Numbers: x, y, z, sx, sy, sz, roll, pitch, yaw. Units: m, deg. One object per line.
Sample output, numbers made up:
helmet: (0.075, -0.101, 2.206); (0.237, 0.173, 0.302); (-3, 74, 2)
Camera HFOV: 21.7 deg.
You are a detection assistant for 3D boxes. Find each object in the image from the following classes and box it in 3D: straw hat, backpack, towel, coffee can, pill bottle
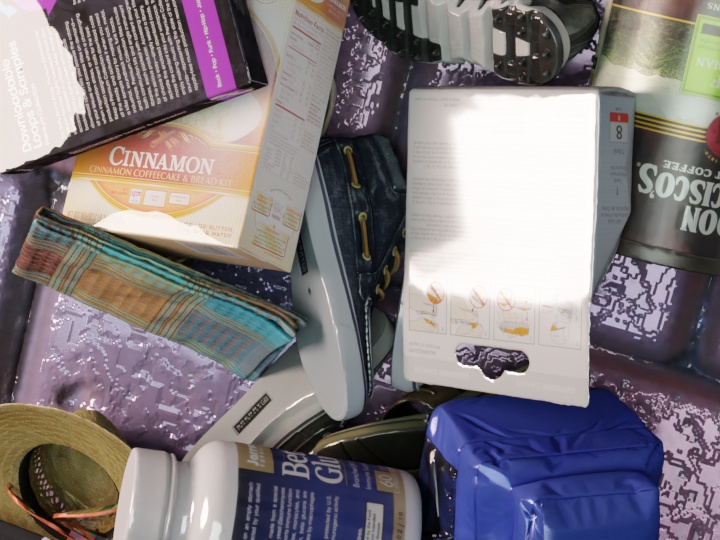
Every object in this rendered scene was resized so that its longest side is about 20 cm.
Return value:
straw hat: (-0.209, 0.156, 1.399); (0.199, 0.085, 0.202); (10, 125, 14)
backpack: (0.121, 0.205, 1.297); (0.161, 0.168, 0.202); (0, 113, -15)
towel: (-0.146, 0.020, 1.327); (0.199, 0.147, 0.022); (23, 69, -9)
coffee can: (0.221, -0.111, 1.254); (0.145, 0.146, 0.202); (12, 101, 7)
pill bottle: (-0.066, 0.178, 1.290); (0.198, 0.111, 0.112); (10, 102, -13)

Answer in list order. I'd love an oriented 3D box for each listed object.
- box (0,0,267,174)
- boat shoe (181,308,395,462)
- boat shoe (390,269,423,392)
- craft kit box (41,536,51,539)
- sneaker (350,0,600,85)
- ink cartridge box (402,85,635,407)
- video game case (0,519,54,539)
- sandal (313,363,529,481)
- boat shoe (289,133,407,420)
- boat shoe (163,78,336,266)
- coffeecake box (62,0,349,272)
box: (-0.170, -0.161, 1.253); (0.199, 0.036, 0.144); (-17, 84, 19)
boat shoe: (-0.046, 0.109, 1.381); (0.200, 0.071, 0.064); (-41, 124, 5)
boat shoe: (0.078, -0.007, 1.338); (0.085, 0.075, 0.204); (13, 92, 4)
craft kit box: (-0.196, 0.316, 1.391); (0.199, 0.049, 0.198); (34, 129, -6)
sneaker: (0.081, -0.180, 1.298); (0.199, 0.090, 0.067); (22, 127, 37)
ink cartridge box: (0.103, -0.021, 1.239); (0.161, 0.050, 0.202); (5, 98, 42)
video game case: (-0.220, 0.283, 1.418); (0.198, 0.026, 0.182); (20, 126, 6)
sandal: (0.062, 0.114, 1.366); (0.199, 0.057, 0.080); (-19, 127, -5)
boat shoe: (0.000, 0.000, 1.321); (0.090, 0.071, 0.202); (-9, 85, -26)
boat shoe: (-0.095, -0.073, 1.356); (0.200, 0.060, 0.072); (-44, 89, 13)
coffeecake box: (-0.106, -0.111, 1.290); (0.152, 0.073, 0.202); (7, 80, 31)
